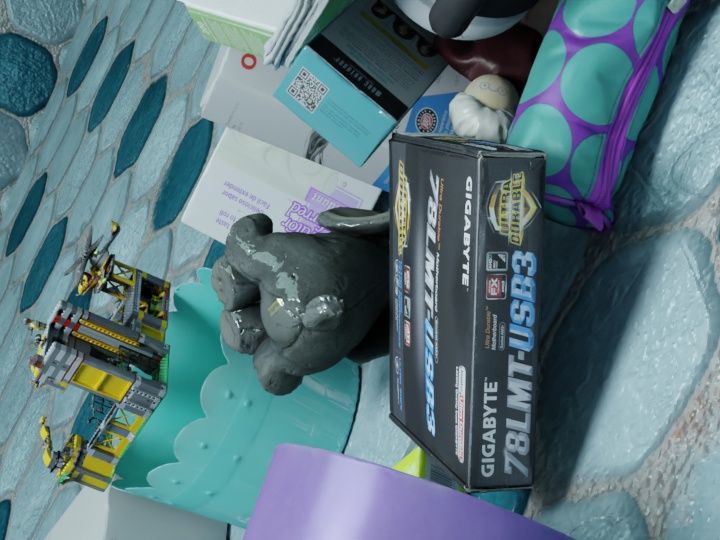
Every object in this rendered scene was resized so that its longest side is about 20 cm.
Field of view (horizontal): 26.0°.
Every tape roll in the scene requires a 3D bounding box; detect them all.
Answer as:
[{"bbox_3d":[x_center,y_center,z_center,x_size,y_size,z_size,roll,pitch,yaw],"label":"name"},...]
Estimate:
[{"bbox_3d":[0.034,0.165,0.816,0.200,0.199,0.086,-9,58,64],"label":"tape roll"}]

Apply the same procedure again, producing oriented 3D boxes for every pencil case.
[{"bbox_3d":[0.157,-0.126,0.998,0.092,0.085,0.202,17,83,52],"label":"pencil case"}]

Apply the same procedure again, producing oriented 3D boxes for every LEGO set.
[{"bbox_3d":[-0.233,0.069,1.275,0.154,0.115,0.201,-48,27,38],"label":"LEGO set"}]

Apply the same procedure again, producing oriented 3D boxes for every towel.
[{"bbox_3d":[-0.001,-0.239,1.055,0.201,0.024,0.147,-62,7,-22],"label":"towel"}]

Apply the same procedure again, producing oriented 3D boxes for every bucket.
[{"bbox_3d":[-0.102,0.110,1.274,0.207,0.134,0.208,-47,28,35],"label":"bucket"}]

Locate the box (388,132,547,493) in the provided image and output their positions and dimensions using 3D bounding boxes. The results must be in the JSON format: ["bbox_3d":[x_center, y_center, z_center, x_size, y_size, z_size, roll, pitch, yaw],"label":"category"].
[{"bbox_3d":[0.062,0.017,0.984,0.198,0.049,0.202,-144,54,-75],"label":"box"}]

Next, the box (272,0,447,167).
[{"bbox_3d":[0.016,-0.155,1.133,0.049,0.082,0.200,-50,2,36],"label":"box"}]

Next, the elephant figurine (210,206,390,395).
[{"bbox_3d":[0.000,0.000,1.162,0.155,0.199,0.142,50,142,30],"label":"elephant figurine"}]

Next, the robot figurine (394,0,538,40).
[{"bbox_3d":[0.086,-0.239,1.015,0.150,0.125,0.200,-27,-13,-32],"label":"robot figurine"}]

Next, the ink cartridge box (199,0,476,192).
[{"bbox_3d":[-0.010,-0.164,1.254,0.086,0.198,0.148,138,151,-68],"label":"ink cartridge box"}]

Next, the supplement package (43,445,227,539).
[{"bbox_3d":[-0.215,0.276,1.377,0.200,0.119,0.122,-50,24,33],"label":"supplement package"}]

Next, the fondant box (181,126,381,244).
[{"bbox_3d":[-0.046,-0.100,1.344,0.201,0.143,0.058,-63,5,6],"label":"fondant box"}]

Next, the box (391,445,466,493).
[{"bbox_3d":[-0.002,0.218,1.050,0.200,0.047,0.123,-45,29,40],"label":"box"}]

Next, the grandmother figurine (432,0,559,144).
[{"bbox_3d":[0.107,-0.167,1.114,0.061,0.120,0.201,71,-148,-53],"label":"grandmother figurine"}]

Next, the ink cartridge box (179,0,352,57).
[{"bbox_3d":[-0.089,-0.244,1.191,0.199,0.048,0.146,21,68,32],"label":"ink cartridge box"}]
